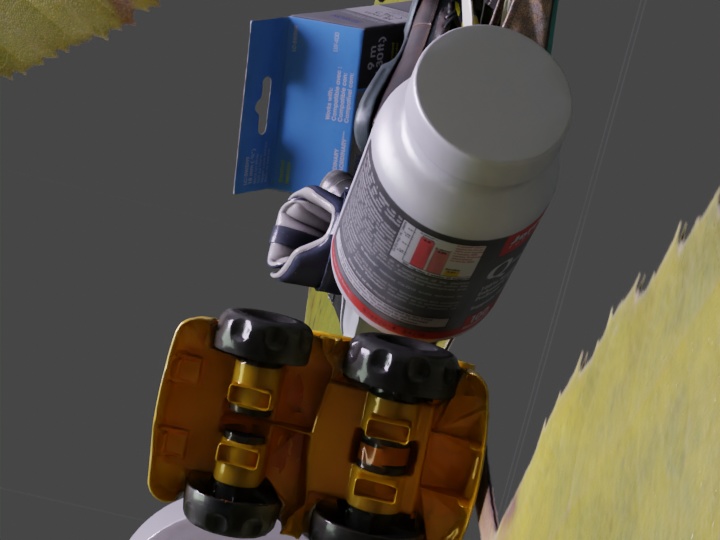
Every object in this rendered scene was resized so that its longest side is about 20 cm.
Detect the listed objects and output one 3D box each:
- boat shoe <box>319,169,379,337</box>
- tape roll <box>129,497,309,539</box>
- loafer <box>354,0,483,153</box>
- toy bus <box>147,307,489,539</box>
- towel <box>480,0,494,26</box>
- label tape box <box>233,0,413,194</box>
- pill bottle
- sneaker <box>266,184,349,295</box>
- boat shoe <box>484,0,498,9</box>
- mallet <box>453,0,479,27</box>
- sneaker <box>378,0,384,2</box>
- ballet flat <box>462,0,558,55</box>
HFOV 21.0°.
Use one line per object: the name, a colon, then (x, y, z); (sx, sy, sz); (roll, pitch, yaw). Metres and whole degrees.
boat shoe: (0.002, -0.003, 1.569); (0.064, 0.070, 0.201); (45, 156, 33)
tape roll: (-0.113, 0.290, 1.615); (0.139, 0.200, 0.205); (-178, 101, -83)
loafer: (0.064, -0.167, 1.519); (0.201, 0.062, 0.072); (-62, -32, -24)
toy bus: (-0.020, 0.091, 1.234); (0.192, 0.198, 0.137); (-66, -12, -81)
towel: (0.091, -0.147, 1.518); (0.086, 0.018, 0.202); (131, 152, -76)
label tape box: (-0.006, -0.134, 1.565); (0.199, 0.063, 0.146); (-16, -60, -48)
pill bottle: (0.054, -0.050, 1.170); (0.200, 0.115, 0.117); (113, 169, -59)
sneaker: (0.000, -0.002, 1.452); (0.202, 0.145, 0.078); (116, 165, -71)
boat shoe: (0.106, -0.280, 1.429); (0.073, 0.064, 0.202); (119, 162, -64)
mallet: (0.084, -0.186, 1.427); (0.201, 0.041, 0.066); (-96, 18, -46)
sneaker: (0.052, -0.255, 1.485); (0.200, 0.081, 0.071); (-73, -39, -66)
ballet flat: (0.104, -0.202, 1.263); (0.068, 0.067, 0.202); (159, 124, -82)
